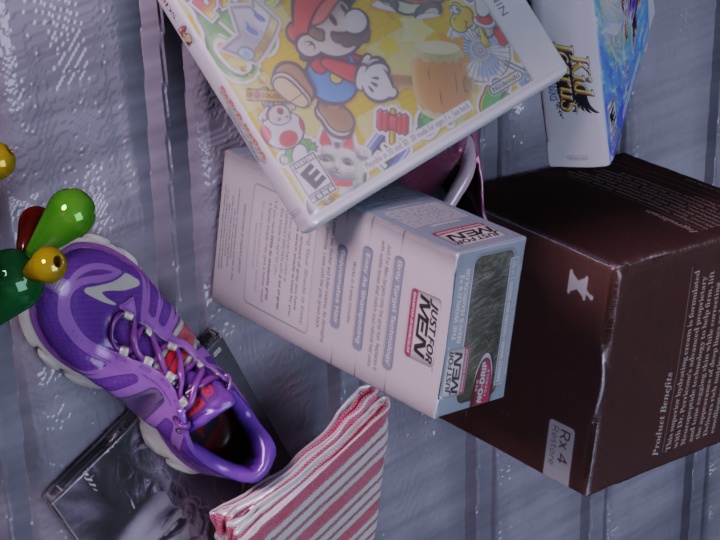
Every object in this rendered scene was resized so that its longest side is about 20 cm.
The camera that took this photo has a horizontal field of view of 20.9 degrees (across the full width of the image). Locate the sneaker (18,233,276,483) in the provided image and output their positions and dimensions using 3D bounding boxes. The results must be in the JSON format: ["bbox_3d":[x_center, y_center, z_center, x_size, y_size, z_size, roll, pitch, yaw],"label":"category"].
[{"bbox_3d":[-0.114,0.053,1.130,0.200,0.083,0.081,45,72,-35],"label":"sneaker"}]

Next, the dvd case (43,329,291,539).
[{"bbox_3d":[-0.104,0.155,1.245,0.149,0.016,0.201,-45,135,-21],"label":"dvd case"}]

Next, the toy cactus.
[{"bbox_3d":[-0.230,0.023,1.018,0.200,0.102,0.166,-38,151,-30],"label":"toy cactus"}]

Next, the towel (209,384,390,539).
[{"bbox_3d":[-0.041,0.173,1.264,0.146,0.030,0.201,-40,153,-30],"label":"towel"}]

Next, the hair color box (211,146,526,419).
[{"bbox_3d":[0.000,0.000,1.140,0.060,0.199,0.100,-12,117,-41],"label":"hair color box"}]

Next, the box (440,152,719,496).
[{"bbox_3d":[0.171,0.029,1.354,0.199,0.164,0.167,-13,118,-41],"label":"box"}]

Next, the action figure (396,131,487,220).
[{"bbox_3d":[0.055,-0.110,1.194,0.133,0.149,0.201,14,112,-41],"label":"action figure"}]

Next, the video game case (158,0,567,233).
[{"bbox_3d":[-0.001,-0.145,1.114,0.199,0.023,0.183,-32,90,-26],"label":"video game case"}]

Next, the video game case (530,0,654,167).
[{"bbox_3d":[0.148,-0.196,1.242,0.200,0.045,0.182,-67,151,-51],"label":"video game case"}]
